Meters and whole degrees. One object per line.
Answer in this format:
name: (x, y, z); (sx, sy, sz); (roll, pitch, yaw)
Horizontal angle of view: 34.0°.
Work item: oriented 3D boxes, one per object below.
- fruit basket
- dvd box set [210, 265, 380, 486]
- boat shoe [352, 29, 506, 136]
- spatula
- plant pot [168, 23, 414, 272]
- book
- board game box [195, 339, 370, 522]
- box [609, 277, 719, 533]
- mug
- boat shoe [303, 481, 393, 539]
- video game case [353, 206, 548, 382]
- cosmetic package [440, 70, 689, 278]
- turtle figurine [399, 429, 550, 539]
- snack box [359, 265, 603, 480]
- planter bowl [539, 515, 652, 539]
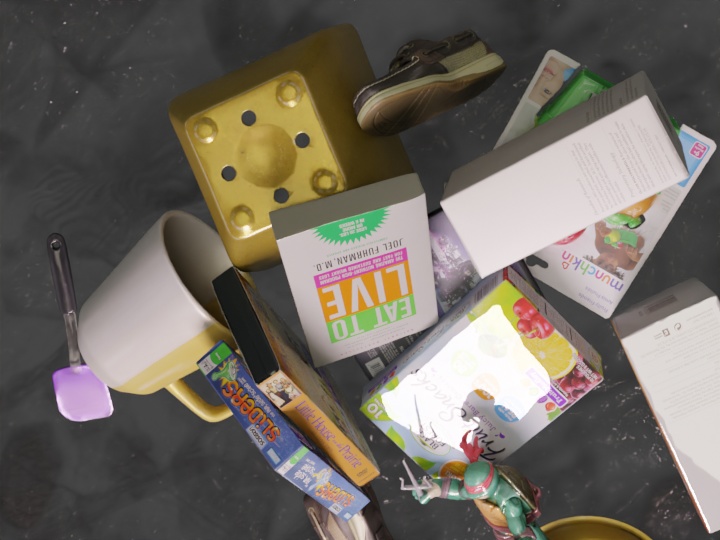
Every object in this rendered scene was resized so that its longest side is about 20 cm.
fruit basket: (0.210, -0.079, 1.124); (0.184, 0.094, 0.201); (31, 103, 2)
dvd box set: (-0.059, 0.101, 1.103); (0.029, 0.147, 0.200); (-34, 136, 4)
boat shoe: (0.056, -0.180, 1.095); (0.066, 0.200, 0.072); (54, 136, 12)
spatula: (-0.305, 0.061, 1.238); (0.056, 0.021, 0.203); (-10, 94, -5)
plant pot: (-0.070, -0.112, 1.098); (0.192, 0.200, 0.197); (-22, 93, 9)
book: (0.000, 0.000, 1.067); (0.132, 0.201, 0.048); (-16, 54, -2)
board game box: (-0.069, 0.156, 1.112); (0.034, 0.200, 0.135); (-41, 59, -3)
box: (0.325, 0.123, 1.119); (0.097, 0.124, 0.202); (-25, 93, 10)
mug: (-0.190, 0.060, 1.164); (0.153, 0.149, 0.188); (-36, 74, 18)
boat shoe: (0.001, 0.305, 1.215); (0.073, 0.074, 0.202); (-23, 85, 19)
video game case: (0.067, 0.024, 1.163); (0.199, 0.019, 0.144); (-28, 105, 17)
cosmetic package: (0.177, -0.086, 1.034); (0.199, 0.108, 0.085); (-28, 103, 21)
turtle figurine: (0.129, 0.237, 1.116); (0.101, 0.150, 0.200); (-43, 128, 0)
snack box: (0.117, 0.110, 1.151); (0.142, 0.053, 0.200); (44, 110, -11)
planter bowl: (0.232, 0.357, 1.181); (0.198, 0.083, 0.203); (1, 98, 6)
